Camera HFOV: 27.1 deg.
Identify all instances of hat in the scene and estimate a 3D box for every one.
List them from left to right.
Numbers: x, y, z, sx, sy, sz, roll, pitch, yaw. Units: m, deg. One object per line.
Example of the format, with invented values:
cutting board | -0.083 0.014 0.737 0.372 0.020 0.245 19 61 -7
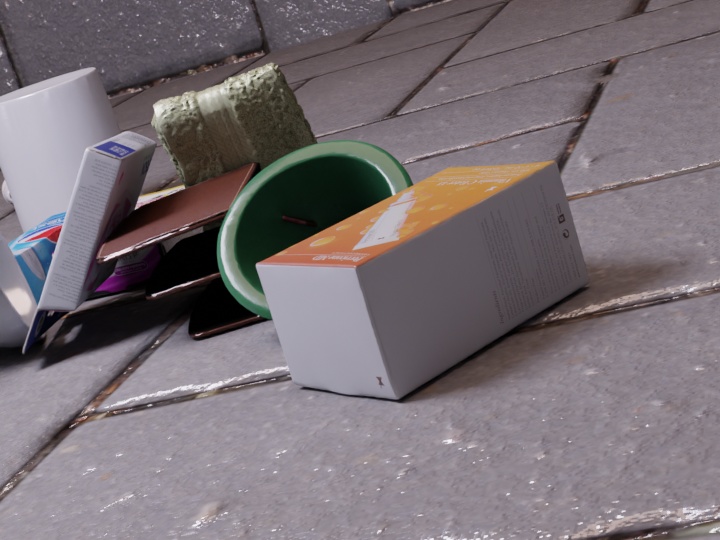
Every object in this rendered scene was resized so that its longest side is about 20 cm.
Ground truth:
hat | 0.000 0.000 1.280 0.198 0.176 0.167 -21 56 9

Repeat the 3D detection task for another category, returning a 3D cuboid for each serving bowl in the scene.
serving bowl | -0.382 -0.008 1.451 0.065 0.202 0.200 -27 15 -4

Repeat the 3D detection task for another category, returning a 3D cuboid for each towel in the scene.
towel | -0.108 -0.102 1.473 0.147 0.201 0.037 -18 37 6

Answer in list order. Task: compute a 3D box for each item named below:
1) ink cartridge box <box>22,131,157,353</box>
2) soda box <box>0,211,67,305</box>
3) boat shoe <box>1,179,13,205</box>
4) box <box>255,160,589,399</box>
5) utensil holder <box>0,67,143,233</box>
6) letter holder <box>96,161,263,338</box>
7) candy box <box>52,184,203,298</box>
ink cartridge box | -0.256 -0.028 1.436 0.043 0.202 0.196 18 10 -2
soda box | -0.353 -0.007 1.659 0.063 0.069 0.200 -13 15 20
boat shoe | -0.468 -0.153 2.356 0.199 0.071 0.069 -30 17 -10
box | 0.047 0.002 1.076 0.199 0.098 0.124 -28 18 -34
utensil holder | -0.381 -0.142 1.930 0.168 0.202 0.170 -17 13 4
letter holder | -0.151 -0.012 1.372 0.141 0.102 0.200 -18 14 7
candy box | -0.228 -0.039 1.640 0.135 0.062 0.200 -13 15 22
